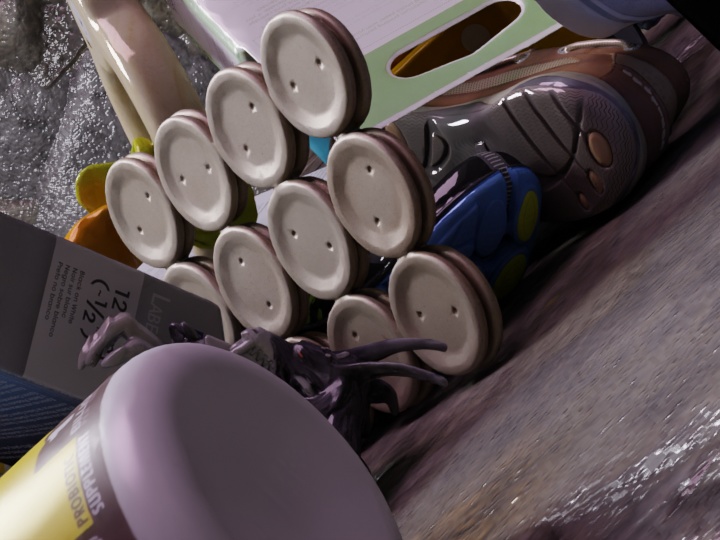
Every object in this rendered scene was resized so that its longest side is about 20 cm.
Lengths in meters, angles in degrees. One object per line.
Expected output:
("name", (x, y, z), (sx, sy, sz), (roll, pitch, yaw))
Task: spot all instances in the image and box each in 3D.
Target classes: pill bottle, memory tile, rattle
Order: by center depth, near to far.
("pill bottle", (-0.087, 0.119, 0.684), (0.200, 0.109, 0.109), (-42, 6, 23))
("memory tile", (-0.027, -0.005, 0.959), (0.017, 0.154, 0.200), (-28, -3, -36))
("rattle", (-0.143, -0.079, 1.130), (0.142, 0.201, 0.130), (-31, -3, 7))

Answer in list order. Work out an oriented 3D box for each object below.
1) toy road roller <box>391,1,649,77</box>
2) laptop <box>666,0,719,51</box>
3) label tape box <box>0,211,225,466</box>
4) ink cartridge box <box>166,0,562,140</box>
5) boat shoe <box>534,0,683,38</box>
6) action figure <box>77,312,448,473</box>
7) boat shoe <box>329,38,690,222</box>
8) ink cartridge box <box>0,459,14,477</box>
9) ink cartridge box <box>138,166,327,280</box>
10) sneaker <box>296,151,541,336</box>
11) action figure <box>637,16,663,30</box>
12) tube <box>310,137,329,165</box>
("toy road roller", (0.042, -0.100, 1.171), (0.123, 0.146, 0.200), (-41, 6, 25))
("laptop", (0.179, -0.172, 0.882), (0.187, 0.116, 0.200), (-42, 6, 15))
("label tape box", (-0.131, 0.037, 0.997), (0.143, 0.199, 0.067), (-10, 64, 50))
("ink cartridge box", (0.012, -0.117, 1.071), (0.145, 0.048, 0.200), (-30, 43, -12))
("boat shoe", (0.131, -0.135, 0.977), (0.068, 0.073, 0.199), (-29, -20, 35))
("action figure", (-0.064, 0.076, 0.876), (0.200, 0.102, 0.119), (-43, 20, 14))
("boat shoe", (0.063, -0.054, 1.022), (0.072, 0.076, 0.199), (-37, 20, -31))
("ink cartridge box", (-0.190, 0.105, 1.058), (0.059, 0.200, 0.104), (-38, 8, 32))
("ink cartridge box", (-0.085, 0.024, 1.239), (0.199, 0.077, 0.137), (-20, 13, 19))
("sneaker", (0.000, 0.000, 1.013), (0.070, 0.083, 0.199), (-5, -21, -36))
("action figure", (0.157, -0.199, 1.331), (0.200, 0.104, 0.194), (-48, -2, -41))
("tube", (-0.006, -0.084, 1.280), (0.050, 0.200, 0.078), (6, 67, 29))
